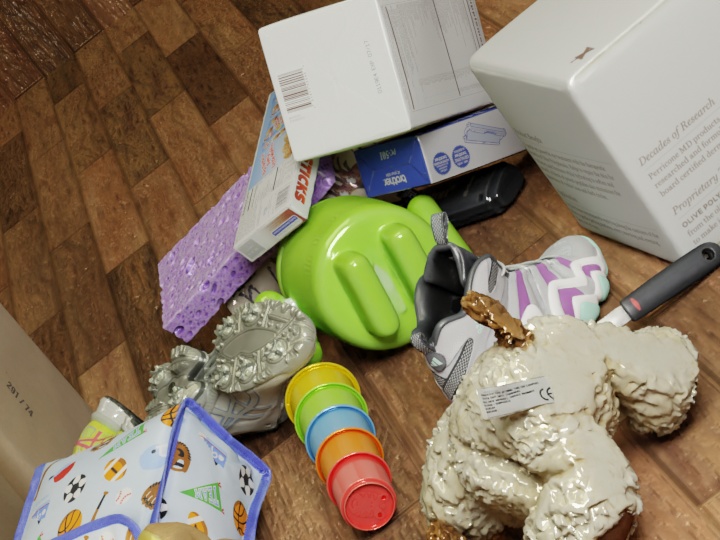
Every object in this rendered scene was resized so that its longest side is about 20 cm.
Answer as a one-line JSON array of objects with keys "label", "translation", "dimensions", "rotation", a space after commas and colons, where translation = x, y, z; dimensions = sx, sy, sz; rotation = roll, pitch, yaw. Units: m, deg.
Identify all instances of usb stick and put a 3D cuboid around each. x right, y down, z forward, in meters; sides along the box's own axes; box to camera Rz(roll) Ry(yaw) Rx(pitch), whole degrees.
[{"label": "usb stick", "translation": [0.060, -0.051, 1.913], "dimensions": [0.199, 0.033, 0.056], "rotation": [-17, 30, 46]}]

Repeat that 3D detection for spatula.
[{"label": "spatula", "translation": [0.168, 0.039, 1.495], "dimensions": [0.199, 0.057, 0.021], "rotation": [-34, -17, -10]}]

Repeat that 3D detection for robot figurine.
[{"label": "robot figurine", "translation": [0.000, 0.000, 1.770], "dimensions": [0.175, 0.116, 0.200], "rotation": [-34, 14, -12]}]

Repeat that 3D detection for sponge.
[{"label": "sponge", "translation": [-0.099, -0.039, 1.888], "dimensions": [0.200, 0.030, 0.112], "rotation": [-46, 25, 19]}]

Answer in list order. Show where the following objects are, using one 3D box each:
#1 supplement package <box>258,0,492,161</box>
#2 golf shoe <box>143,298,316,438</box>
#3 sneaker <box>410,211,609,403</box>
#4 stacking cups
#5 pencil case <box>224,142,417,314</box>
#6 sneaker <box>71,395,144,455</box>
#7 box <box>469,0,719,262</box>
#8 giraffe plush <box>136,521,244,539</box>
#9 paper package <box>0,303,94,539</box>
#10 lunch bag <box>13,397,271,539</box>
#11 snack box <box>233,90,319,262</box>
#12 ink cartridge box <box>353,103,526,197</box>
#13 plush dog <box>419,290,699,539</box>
[{"label": "supplement package", "translation": [0.020, -0.167, 1.802], "dimensions": [0.109, 0.114, 0.200], "rotation": [-14, 4, 27]}, {"label": "golf shoe", "translation": [-0.083, 0.085, 1.754], "dimensions": [0.200, 0.097, 0.079], "rotation": [-26, 47, 46]}, {"label": "sneaker", "translation": [0.096, 0.006, 1.547], "dimensions": [0.077, 0.140, 0.200], "rotation": [-22, 25, 40]}, {"label": "stacking cups", "translation": [-0.016, 0.129, 1.596], "dimensions": [0.060, 0.061, 0.200], "rotation": [-36, 20, 5]}, {"label": "pencil case", "translation": [-0.040, -0.028, 1.912], "dimensions": [0.200, 0.089, 0.078], "rotation": [-46, 35, 17]}, {"label": "sneaker", "translation": [-0.197, 0.169, 1.832], "dimensions": [0.090, 0.078, 0.200], "rotation": [-51, 16, -8]}, {"label": "box", "translation": [0.225, -0.140, 1.599], "dimensions": [0.200, 0.172, 0.199], "rotation": [-41, 19, -7]}, {"label": "giraffe plush", "translation": [-0.132, 0.278, 1.378], "dimensions": [0.162, 0.172, 0.201], "rotation": [-37, 51, 35]}, {"label": "paper package", "translation": [-0.334, 0.133, 1.950], "dimensions": [0.103, 0.200, 0.191], "rotation": [-33, 20, 16]}, {"label": "lunch bag", "translation": [-0.175, 0.215, 1.606], "dimensions": [0.169, 0.124, 0.201], "rotation": [-25, 37, 34]}, {"label": "snack box", "translation": [-0.061, -0.097, 1.828], "dimensions": [0.072, 0.024, 0.201], "rotation": [-37, 28, 35]}, {"label": "ink cartridge box", "translation": [0.101, -0.113, 1.845], "dimensions": [0.199, 0.044, 0.094], "rotation": [-21, 7, -34]}, {"label": "plush dog", "translation": [0.093, 0.106, 1.356], "dimensions": [0.172, 0.160, 0.200], "rotation": [-53, 4, 46]}]
